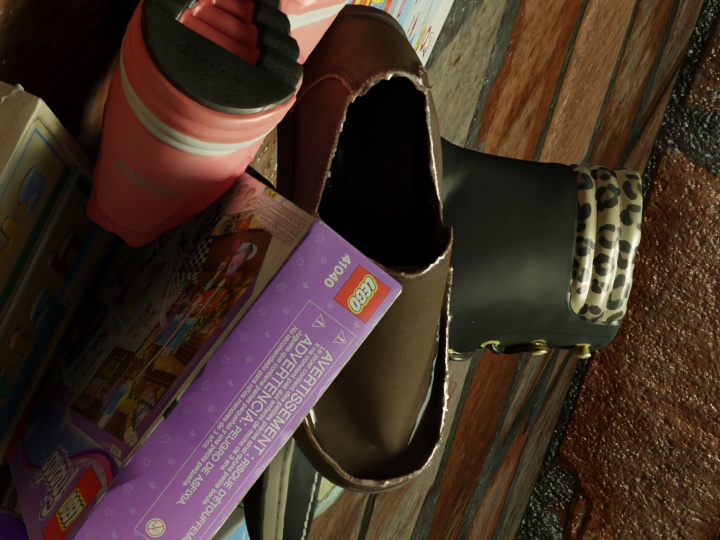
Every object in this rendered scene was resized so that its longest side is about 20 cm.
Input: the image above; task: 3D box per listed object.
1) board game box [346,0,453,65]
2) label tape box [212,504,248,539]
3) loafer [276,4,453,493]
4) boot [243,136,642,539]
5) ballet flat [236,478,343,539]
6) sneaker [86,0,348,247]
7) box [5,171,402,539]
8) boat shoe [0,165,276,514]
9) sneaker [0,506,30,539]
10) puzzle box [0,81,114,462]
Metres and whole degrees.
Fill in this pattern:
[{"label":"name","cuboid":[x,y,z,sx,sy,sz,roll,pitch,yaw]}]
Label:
[{"label":"board game box","cuboid":[0.013,-0.167,0.960,0.196,0.056,0.200,53,60,-78]},{"label":"label tape box","cuboid":[-0.133,0.195,0.974,0.200,0.063,0.144,-39,151,-60]},{"label":"loafer","cuboid":[0.000,0.000,0.842,0.071,0.073,0.200,-133,-145,-68]},{"label":"boot","cuboid":[0.032,0.035,0.936,0.073,0.153,0.204,-125,-136,-69]},{"label":"ballet flat","cuboid":[-0.060,0.120,1.081,0.071,0.069,0.200,-57,-175,-39]},{"label":"sneaker","cuboid":[-0.058,-0.077,0.772,0.087,0.074,0.200,-56,-174,29]},{"label":"box","cuboid":[-0.063,0.033,0.739,0.137,0.039,0.200,-52,-164,-1]},{"label":"boat shoe","cuboid":[-0.073,0.049,0.877,0.076,0.072,0.200,40,67,-48]},{"label":"sneaker","cuboid":[-0.150,0.168,0.683,0.070,0.099,0.201,-15,-117,50]},{"label":"puzzle box","cuboid":[-0.143,0.044,0.715,0.133,0.025,0.200,63,51,-76]}]
